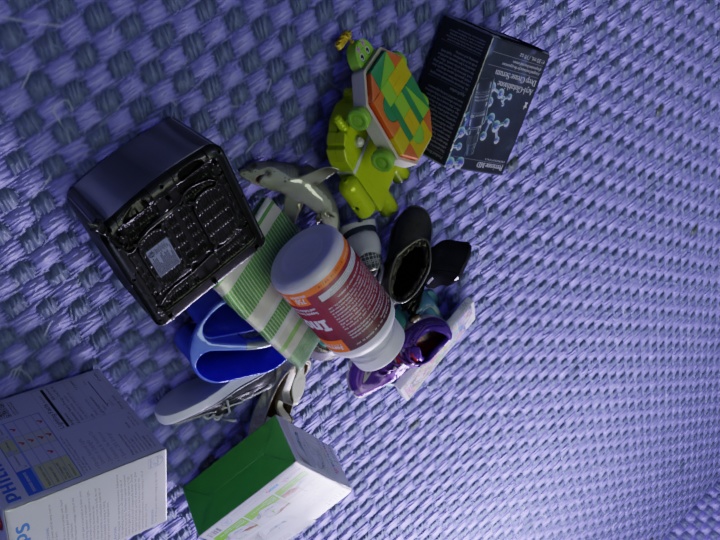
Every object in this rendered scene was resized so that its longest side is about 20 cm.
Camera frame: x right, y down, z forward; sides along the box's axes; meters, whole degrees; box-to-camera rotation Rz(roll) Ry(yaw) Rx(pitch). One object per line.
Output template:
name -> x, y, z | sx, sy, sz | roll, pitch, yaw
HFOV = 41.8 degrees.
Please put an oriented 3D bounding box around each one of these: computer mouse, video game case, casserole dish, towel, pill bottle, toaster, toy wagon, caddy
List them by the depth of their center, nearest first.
toaster -> -0.236, -0.065, 1.143 | 0.180, 0.118, 0.201 | -41, 138, -17
pill bottle -> -0.024, 0.043, 1.277 | 0.113, 0.113, 0.200 | -46, 124, -10
towel -> -0.107, 0.018, 1.290 | 0.200, 0.023, 0.154 | 47, 64, -36
toy wagon -> 0.032, -0.239, 1.292 | 0.201, 0.039, 0.156 | 57, 42, -28
caddy -> -0.163, 0.079, 1.323 | 0.198, 0.105, 0.143 | -9, 124, -41
computer mouse -> 0.108, 0.015, 1.508 | 0.046, 0.200, 0.142 | 25, 83, -11
casserole dish -> 0.078, 0.123, 1.648 | 0.200, 0.039, 0.121 | -49, 141, -9
video game case -> 0.136, 0.143, 1.692 | 0.201, 0.018, 0.143 | -50, 164, -7

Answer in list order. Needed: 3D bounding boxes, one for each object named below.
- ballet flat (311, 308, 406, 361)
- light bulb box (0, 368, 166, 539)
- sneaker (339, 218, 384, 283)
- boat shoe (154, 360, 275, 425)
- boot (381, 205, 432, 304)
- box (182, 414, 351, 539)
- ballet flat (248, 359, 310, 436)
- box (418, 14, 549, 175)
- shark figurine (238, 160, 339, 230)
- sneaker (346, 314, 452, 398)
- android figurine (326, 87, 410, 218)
ballet flat -> -0.015, 0.104, 1.533 | 0.198, 0.072, 0.073 | -11, 124, -40
light bulb box -> -0.371, 0.246, 1.162 | 0.198, 0.198, 0.126 | -17, 126, -35
sneaker -> 0.000, 0.000, 1.406 | 0.075, 0.081, 0.200 | -19, 159, -6
boat shoe -> -0.208, 0.186, 1.381 | 0.198, 0.073, 0.069 | -30, 121, -40
boot -> 0.071, -0.028, 1.412 | 0.200, 0.072, 0.184 | 94, 13, -80
box -> -0.144, 0.348, 1.495 | 0.199, 0.097, 0.176 | -39, 141, 10
ballet flat -> -0.127, 0.210, 1.485 | 0.067, 0.062, 0.202 | -3, 119, -43
box -> 0.171, -0.260, 1.421 | 0.147, 0.107, 0.202 | 0, 117, -45
shark figurine -> -0.066, -0.099, 1.327 | 0.127, 0.090, 0.215 | -21, 131, 13
sneaker -> 0.064, 0.139, 1.560 | 0.199, 0.083, 0.081 | -35, 105, -8
android figurine -> 0.012, -0.171, 1.337 | 0.201, 0.041, 0.184 | 55, 48, -47
